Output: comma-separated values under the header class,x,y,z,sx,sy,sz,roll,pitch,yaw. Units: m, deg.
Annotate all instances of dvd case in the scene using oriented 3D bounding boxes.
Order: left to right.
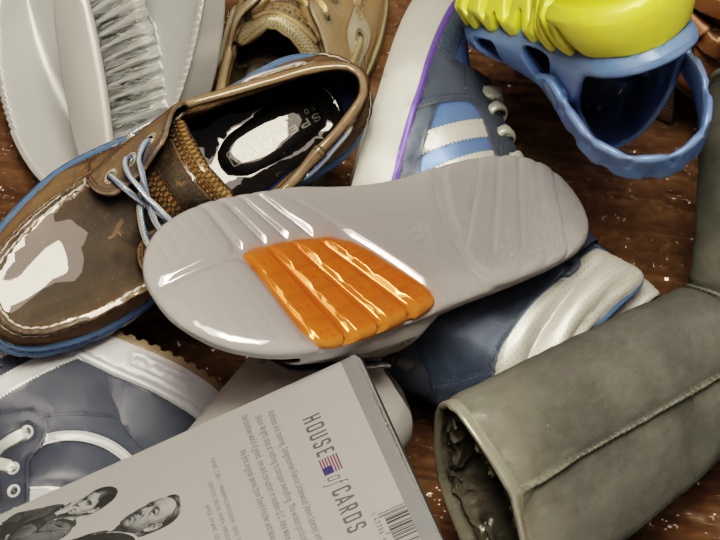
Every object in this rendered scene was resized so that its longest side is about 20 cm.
class,x,y,z,sx,sy,sz,roll,pitch,yaw
dvd case,-0.072,0.113,0.915,0.199,0.025,0.150,-24,29,-1

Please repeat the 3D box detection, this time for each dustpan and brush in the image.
class,x,y,z,sx,sy,sz,roll,pitch,yaw
dustpan and brush,-0.118,-0.059,1.125,0.139,0.057,0.201,-4,96,40

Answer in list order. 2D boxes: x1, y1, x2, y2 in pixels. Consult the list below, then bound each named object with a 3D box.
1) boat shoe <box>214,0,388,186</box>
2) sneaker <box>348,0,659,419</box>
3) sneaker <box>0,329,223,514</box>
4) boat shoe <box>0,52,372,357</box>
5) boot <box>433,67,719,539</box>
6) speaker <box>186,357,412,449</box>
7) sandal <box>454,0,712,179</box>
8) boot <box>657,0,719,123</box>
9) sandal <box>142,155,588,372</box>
class,x,y,z,sx,sy,sz,roll,pitch,yaw
boat shoe,-0.029,-0.105,1.152,0.071,0.065,0.201,9,65,6
sneaker,0.067,-0.024,1.112,0.146,0.081,0.201,16,60,-2
sneaker,-0.167,0.066,1.070,0.199,0.070,0.109,20,64,7
boat shoe,-0.081,-0.037,1.044,0.200,0.072,0.072,-37,90,-16
boot,0.115,0.025,1.035,0.199,0.072,0.183,-20,98,-20
speaker,-0.060,0.114,1.011,0.081,0.081,0.200,28,53,14
sandal,0.095,-0.089,1.043,0.079,0.200,0.088,-22,105,-4
boot,0.198,-0.099,1.094,0.199,0.155,0.074,20,66,11
sandal,0.004,0.006,1.022,0.206,0.059,0.079,-11,58,-30
